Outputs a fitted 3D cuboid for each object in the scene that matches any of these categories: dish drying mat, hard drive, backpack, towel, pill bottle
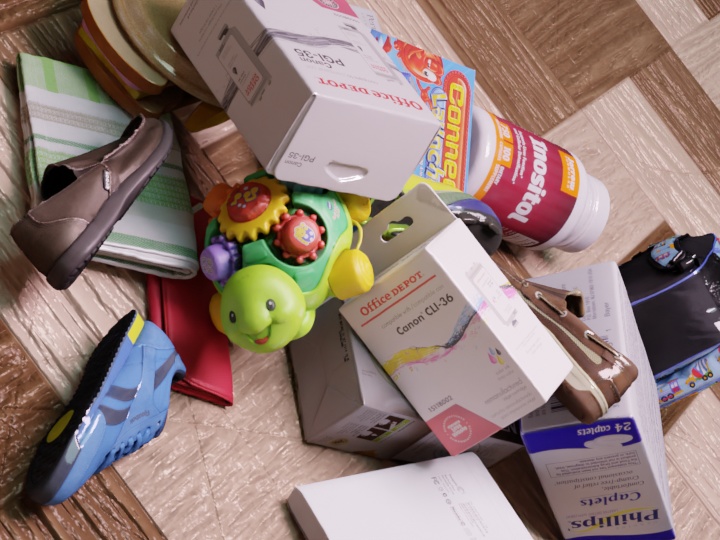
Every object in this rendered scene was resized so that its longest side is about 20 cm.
[{"bbox_3d":[-0.144,0.017,1.530,0.077,0.018,0.201,22,44,-37],"label":"dish drying mat"},{"bbox_3d":[0.050,0.220,1.515,0.200,0.027,0.132,-6,51,-41],"label":"hard drive"},{"bbox_3d":[0.311,0.047,1.897,0.135,0.182,0.200,58,22,-5],"label":"backpack"},{"bbox_3d":[-0.213,-0.086,1.525,0.149,0.031,0.200,13,47,-34],"label":"towel"},{"bbox_3d":[0.160,-0.088,1.888,0.200,0.113,0.113,20,45,-37],"label":"pill bottle"}]

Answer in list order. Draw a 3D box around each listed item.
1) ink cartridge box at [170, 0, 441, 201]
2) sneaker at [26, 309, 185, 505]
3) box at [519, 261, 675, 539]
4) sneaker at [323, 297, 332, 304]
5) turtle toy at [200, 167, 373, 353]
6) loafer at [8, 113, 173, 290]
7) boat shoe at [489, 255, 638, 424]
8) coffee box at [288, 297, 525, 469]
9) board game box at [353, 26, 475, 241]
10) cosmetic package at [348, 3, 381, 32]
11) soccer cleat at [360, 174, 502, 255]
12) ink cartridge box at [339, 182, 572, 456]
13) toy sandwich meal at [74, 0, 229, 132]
[{"bbox_3d":[-0.045,-0.158,1.510,0.146,0.083,0.200,9,34,-41],"label":"ink cartridge box"},{"bbox_3d":[-0.180,0.113,1.363,0.078,0.066,0.200,45,35,-16],"label":"sneaker"},{"bbox_3d":[0.214,0.128,1.693,0.200,0.105,0.184,64,20,-44],"label":"box"},{"bbox_3d":[0.000,0.000,1.611,0.200,0.130,0.080,18,49,-39],"label":"sneaker"},{"bbox_3d":[-0.071,-0.012,1.486,0.101,0.145,0.200,54,25,-45],"label":"turtle toy"},{"bbox_3d":[-0.208,-0.070,1.429,0.071,0.073,0.200,37,37,-7],"label":"loafer"},{"bbox_3d":[0.163,0.045,1.595,0.202,0.075,0.075,49,-10,29],"label":"boat shoe"},{"bbox_3d":[0.042,0.104,1.608,0.200,0.080,0.115,18,49,-39],"label":"coffee box"},{"bbox_3d":[0.016,-0.119,1.734,0.195,0.056,0.201,15,74,-40],"label":"board game box"},{"bbox_3d":[-0.060,-0.215,1.788,0.200,0.074,0.102,6,56,-45],"label":"cosmetic package"},{"bbox_3d":[0.037,-0.063,1.674,0.200,0.065,0.084,22,14,-23],"label":"soccer cleat"},{"bbox_3d":[0.066,0.040,1.520,0.200,0.116,0.067,52,38,-3],"label":"ink cartridge box"},{"bbox_3d":[-0.152,-0.196,1.611,0.205,0.070,0.206,27,37,-23],"label":"toy sandwich meal"}]
